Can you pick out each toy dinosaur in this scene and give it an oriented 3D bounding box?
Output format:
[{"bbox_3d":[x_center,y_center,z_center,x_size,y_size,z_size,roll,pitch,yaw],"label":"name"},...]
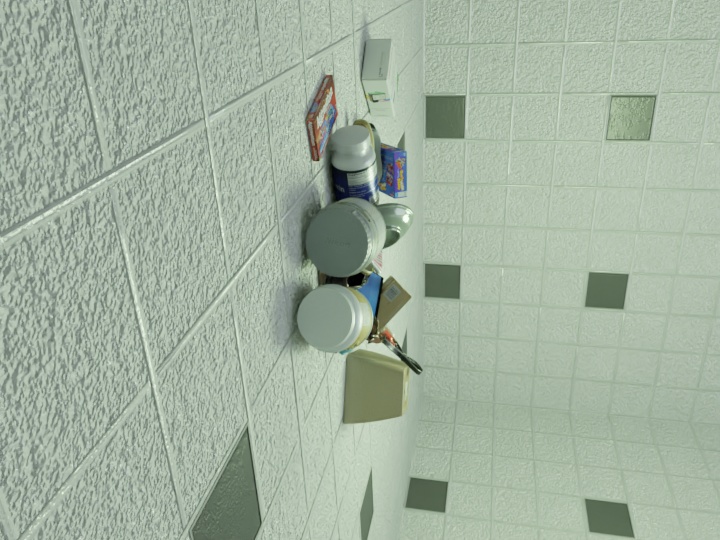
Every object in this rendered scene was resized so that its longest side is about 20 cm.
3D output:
[{"bbox_3d":[-0.010,0.166,1.661,0.200,0.132,0.088,-25,117,-76],"label":"toy dinosaur"}]

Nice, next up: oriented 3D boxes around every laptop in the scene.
[{"bbox_3d":[0.000,0.000,1.735,0.179,0.101,0.203,-78,167,-50],"label":"laptop"}]

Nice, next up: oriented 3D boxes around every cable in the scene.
[{"bbox_3d":[0.120,0.238,1.940,0.051,0.199,0.097,-49,173,8],"label":"cable"}]

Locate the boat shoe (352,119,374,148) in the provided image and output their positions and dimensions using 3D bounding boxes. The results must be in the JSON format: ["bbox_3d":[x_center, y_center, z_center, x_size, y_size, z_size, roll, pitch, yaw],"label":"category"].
[{"bbox_3d":[-0.003,-0.309,1.744,0.063,0.071,0.206,-64,162,-73],"label":"boat shoe"}]

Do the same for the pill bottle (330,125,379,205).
[{"bbox_3d":[-0.014,-0.249,1.587,0.117,0.113,0.203,-74,163,-48],"label":"pill bottle"}]

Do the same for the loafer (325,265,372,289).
[{"bbox_3d":[-0.013,0.019,1.616,0.199,0.062,0.074,-28,103,-56],"label":"loafer"}]

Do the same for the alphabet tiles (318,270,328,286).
[{"bbox_3d":[-0.079,0.026,1.600,0.168,0.007,0.205,-65,156,-64],"label":"alphabet tiles"}]

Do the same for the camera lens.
[{"bbox_3d":[-0.030,-0.077,1.437,0.200,0.156,0.164,-44,136,-73],"label":"camera lens"}]

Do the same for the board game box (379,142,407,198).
[{"bbox_3d":[0.077,-0.310,1.937,0.200,0.044,0.138,-142,-134,-59],"label":"board game box"}]

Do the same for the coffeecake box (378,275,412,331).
[{"bbox_3d":[0.070,0.100,1.903,0.154,0.073,0.200,-46,-177,2],"label":"coffeecake box"}]

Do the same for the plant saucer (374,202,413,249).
[{"bbox_3d":[0.050,-0.100,1.655,0.201,0.196,0.051,68,5,-64],"label":"plant saucer"}]

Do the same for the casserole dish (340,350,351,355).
[{"bbox_3d":[-0.031,0.140,1.795,0.121,0.038,0.205,-48,139,-73],"label":"casserole dish"}]

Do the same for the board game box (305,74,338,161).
[{"bbox_3d":[-0.085,-0.350,1.447,0.202,0.019,0.104,-76,163,-45],"label":"board game box"}]

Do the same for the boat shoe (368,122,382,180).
[{"bbox_3d":[0.031,-0.340,1.896,0.064,0.069,0.203,-100,-169,-48],"label":"boat shoe"}]

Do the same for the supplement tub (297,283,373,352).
[{"bbox_3d":[-0.055,0.105,1.399,0.200,0.141,0.148,21,72,-78],"label":"supplement tub"}]

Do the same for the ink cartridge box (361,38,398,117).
[{"bbox_3d":[0.064,-0.593,1.968,0.200,0.082,0.148,64,31,-68],"label":"ink cartridge box"}]

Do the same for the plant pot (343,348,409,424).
[{"bbox_3d":[0.057,0.358,1.947,0.200,0.172,0.205,6,87,-79],"label":"plant pot"}]

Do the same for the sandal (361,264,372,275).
[{"bbox_3d":[-0.017,-0.079,1.578,0.203,0.053,0.080,63,22,-10],"label":"sandal"}]

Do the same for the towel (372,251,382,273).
[{"bbox_3d":[0.027,-0.097,1.839,0.148,0.029,0.201,58,17,-24],"label":"towel"}]
